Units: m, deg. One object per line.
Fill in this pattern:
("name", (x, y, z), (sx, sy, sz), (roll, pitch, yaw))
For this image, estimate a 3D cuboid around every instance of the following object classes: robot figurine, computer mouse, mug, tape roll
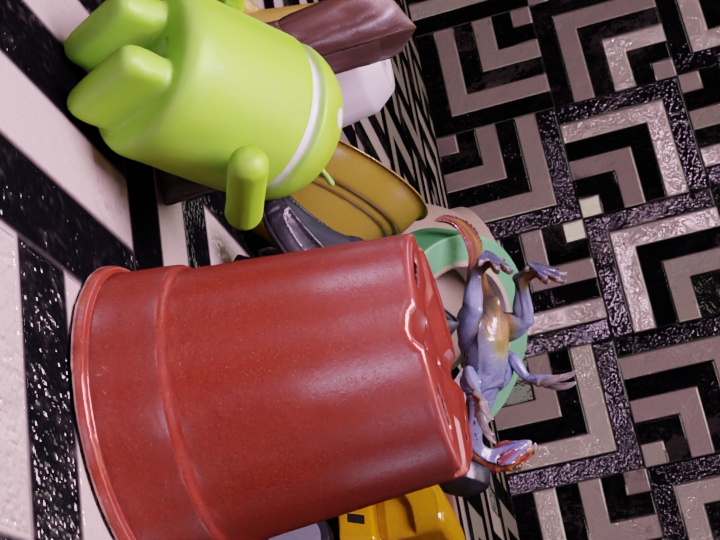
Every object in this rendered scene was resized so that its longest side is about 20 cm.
("robot figurine", (-0.096, -0.115, 0.842), (0.200, 0.116, 0.176), (18, 51, -42))
("computer mouse", (0.032, 0.145, 1.059), (0.059, 0.200, 0.034), (27, 87, -40))
("mug", (-0.055, -0.209, 1.228), (0.187, 0.153, 0.150), (66, 14, -45))
("tape roll", (0.076, 0.062, 1.184), (0.200, 0.048, 0.201), (-10, 106, -41))

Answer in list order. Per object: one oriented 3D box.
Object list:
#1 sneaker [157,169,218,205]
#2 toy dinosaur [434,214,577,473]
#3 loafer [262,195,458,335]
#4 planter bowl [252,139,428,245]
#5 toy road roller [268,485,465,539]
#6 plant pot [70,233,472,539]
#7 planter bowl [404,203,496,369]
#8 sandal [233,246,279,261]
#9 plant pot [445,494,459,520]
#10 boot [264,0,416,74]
("sneaker", (-0.115, -0.110, 0.988), (0.200, 0.076, 0.091), (-57, 127, -79))
("toy dinosaur", (0.120, 0.077, 1.102), (0.200, 0.105, 0.182), (-124, -135, -57))
("loafer", (0.000, 0.000, 1.037), (0.201, 0.070, 0.068), (43, 18, -24))
("planter bowl", (-0.046, -0.058, 1.145), (0.084, 0.200, 0.200), (-64, 159, -12))
("toy road roller", (0.004, 0.186, 1.023), (0.123, 0.145, 0.200), (65, 14, -49))
("plant pot", (-0.043, 0.073, 0.766), (0.201, 0.195, 0.202), (-14, 90, -80))
("planter bowl", (0.071, 0.011, 1.318), (0.200, 0.134, 0.201), (56, -20, 31))
("sandal", (-0.067, 0.002, 1.099), (0.076, 0.043, 0.200), (34, 2, 1))
("plant pot", (0.042, 0.286, 1.233), (0.201, 0.092, 0.202), (-7, 90, -78))
("boot", (-0.061, -0.212, 1.052), (0.186, 0.199, 0.064), (53, 24, -67))
